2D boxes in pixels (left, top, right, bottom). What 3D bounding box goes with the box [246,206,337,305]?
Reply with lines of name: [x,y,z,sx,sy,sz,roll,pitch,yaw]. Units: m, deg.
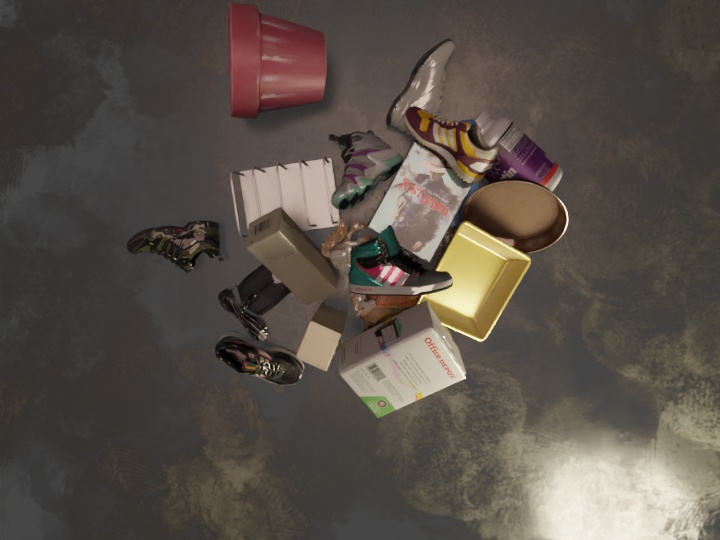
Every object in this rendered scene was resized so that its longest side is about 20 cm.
box: [-0.128,-0.023,1.073,0.081,0.069,0.200,-23,135,18]

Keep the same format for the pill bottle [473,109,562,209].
pill bottle: [0.289,-0.218,1.090,0.199,0.112,0.113,41,96,-2]

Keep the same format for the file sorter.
file sorter: [-0.149,-0.145,1.109,0.196,0.125,0.142,-8,95,4]

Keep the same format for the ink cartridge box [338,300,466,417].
ink cartridge box: [0.077,0.170,1.046,0.198,0.085,0.145,-28,120,16]

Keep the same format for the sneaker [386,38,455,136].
sneaker: [0.132,-0.363,1.111,0.086,0.075,0.202,30,103,-13]

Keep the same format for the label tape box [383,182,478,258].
label tape box: [0.154,-0.109,1.130,0.196,0.066,0.146,-9,96,5]

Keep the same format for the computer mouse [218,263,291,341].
computer mouse: [-0.196,0.042,1.166,0.200,0.053,0.139,-44,92,6]

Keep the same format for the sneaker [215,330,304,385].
sneaker: [-0.218,0.198,1.166,0.196,0.086,0.082,17,98,0]

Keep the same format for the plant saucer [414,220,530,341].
plant saucer: [0.217,0.020,1.113,0.198,0.048,0.202,24,101,-27]

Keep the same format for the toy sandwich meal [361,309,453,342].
toy sandwich meal: [0.093,0.169,1.132,0.201,0.071,0.209,3,116,6]

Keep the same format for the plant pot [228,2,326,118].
plant pot: [-0.161,-0.394,1.060,0.175,0.200,0.204,-2,96,-13]

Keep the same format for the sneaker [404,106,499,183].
sneaker: [0.172,-0.259,1.037,0.200,0.075,0.091,43,136,12]

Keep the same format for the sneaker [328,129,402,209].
sneaker: [-0.022,-0.213,1.095,0.140,0.078,0.200,46,52,5]

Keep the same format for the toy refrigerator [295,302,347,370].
toy refrigerator: [-0.069,0.127,1.095,0.069,0.200,0.077,23,96,-1]

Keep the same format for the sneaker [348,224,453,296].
sneaker: [0.071,-0.022,1.023,0.196,0.084,0.123,-1,103,12]

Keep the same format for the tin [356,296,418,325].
tin: [0.081,0.069,1.166,0.196,0.042,0.114,16,92,1]

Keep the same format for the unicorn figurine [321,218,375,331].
unicorn figurine: [0.000,0.000,1.112,0.137,0.074,0.200,-43,91,14]

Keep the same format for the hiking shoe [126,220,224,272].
hiking shoe: [-0.386,-0.043,1.153,0.196,0.076,0.103,-10,92,2]

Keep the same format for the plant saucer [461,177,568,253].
plant saucer: [0.294,-0.108,1.066,0.197,0.201,0.035,17,56,1]

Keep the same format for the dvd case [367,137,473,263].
dvd case: [0.122,-0.137,1.087,0.144,0.022,0.202,30,92,0]
